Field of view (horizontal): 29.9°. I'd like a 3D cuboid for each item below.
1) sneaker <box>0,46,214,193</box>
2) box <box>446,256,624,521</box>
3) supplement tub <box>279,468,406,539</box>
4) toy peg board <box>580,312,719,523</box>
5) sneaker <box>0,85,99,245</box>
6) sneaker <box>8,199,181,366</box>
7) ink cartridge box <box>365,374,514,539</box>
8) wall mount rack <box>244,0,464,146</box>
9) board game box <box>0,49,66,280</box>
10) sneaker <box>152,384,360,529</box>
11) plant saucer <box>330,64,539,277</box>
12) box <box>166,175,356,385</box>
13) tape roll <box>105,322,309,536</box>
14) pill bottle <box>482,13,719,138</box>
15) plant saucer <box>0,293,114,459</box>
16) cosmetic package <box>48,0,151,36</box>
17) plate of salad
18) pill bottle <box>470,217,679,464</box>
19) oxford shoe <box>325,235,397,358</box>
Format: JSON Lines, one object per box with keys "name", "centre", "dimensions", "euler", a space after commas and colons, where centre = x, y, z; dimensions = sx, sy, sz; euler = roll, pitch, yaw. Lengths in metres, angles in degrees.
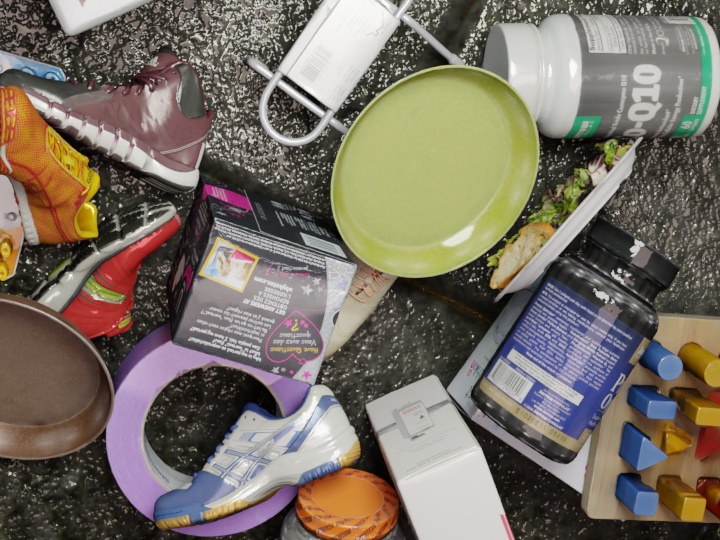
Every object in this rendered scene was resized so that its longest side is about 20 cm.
{"name": "sneaker", "centre": [-0.215, -0.157, 1.187], "dimensions": [0.199, 0.075, 0.116], "euler": [28, 80, -31]}
{"name": "box", "centre": [0.217, 0.111, 1.321], "dimensions": [0.199, 0.097, 0.177], "euler": [35, 92, -17]}
{"name": "supplement tub", "centre": [-0.021, 0.298, 1.287], "dimensions": [0.121, 0.123, 0.202], "euler": [2, 115, -11]}
{"name": "toy peg board", "centre": [0.328, 0.151, 1.253], "dimensions": [0.197, 0.098, 0.202], "euler": [5, 101, -14]}
{"name": "sneaker", "centre": [-0.262, -0.092, 1.134], "dimensions": [0.076, 0.200, 0.074], "euler": [-8, 63, -2]}
{"name": "sneaker", "centre": [-0.231, 0.014, 1.233], "dimensions": [0.200, 0.077, 0.085], "euler": [-40, 112, 11]}
{"name": "ink cartridge box", "centre": [0.078, 0.205, 1.262], "dimensions": [0.082, 0.200, 0.147], "euler": [-22, 106, -2]}
{"name": "wall mount rack", "centre": [-0.001, -0.188, 1.226], "dimensions": [0.173, 0.075, 0.201], "euler": [35, 95, -12]}
{"name": "board game box", "centre": [-0.382, -0.108, 1.195], "dimensions": [0.198, 0.026, 0.201], "euler": [15, 100, -14]}
{"name": "sneaker", "centre": [-0.102, 0.170, 1.230], "dimensions": [0.199, 0.075, 0.089], "euler": [-23, 82, -1]}
{"name": "plant saucer", "centre": [0.062, -0.089, 1.186], "dimensions": [0.198, 0.031, 0.201], "euler": [-11, 122, -18]}
{"name": "box", "centre": [-0.092, 0.006, 1.184], "dimensions": [0.131, 0.200, 0.116], "euler": [18, 101, -14]}
{"name": "tape roll", "centre": [-0.140, 0.145, 1.278], "dimensions": [0.198, 0.066, 0.202], "euler": [-2, 104, -9]}
{"name": "pill bottle", "centre": [0.219, -0.178, 1.245], "dimensions": [0.198, 0.113, 0.114], "euler": [-1, 103, -10]}
{"name": "plant saucer", "centre": [-0.316, 0.090, 1.211], "dimensions": [0.198, 0.035, 0.201], "euler": [3, 129, 3]}
{"name": "cosmetic package", "centre": [-0.195, -0.302, 1.094], "dimensions": [0.164, 0.200, 0.166], "euler": [-24, 106, -4]}
{"name": "plate of salad", "centre": [0.182, -0.052, 1.231], "dimensions": [0.048, 0.200, 0.200], "euler": [41, 93, 5]}
{"name": "pill bottle", "centre": [0.193, 0.060, 1.196], "dimensions": [0.111, 0.112, 0.201], "euler": [31, 95, -16]}
{"name": "oxford shoe", "centre": [0.000, 0.000, 1.265], "dimensions": [0.070, 0.074, 0.201], "euler": [28, 96, -15]}
